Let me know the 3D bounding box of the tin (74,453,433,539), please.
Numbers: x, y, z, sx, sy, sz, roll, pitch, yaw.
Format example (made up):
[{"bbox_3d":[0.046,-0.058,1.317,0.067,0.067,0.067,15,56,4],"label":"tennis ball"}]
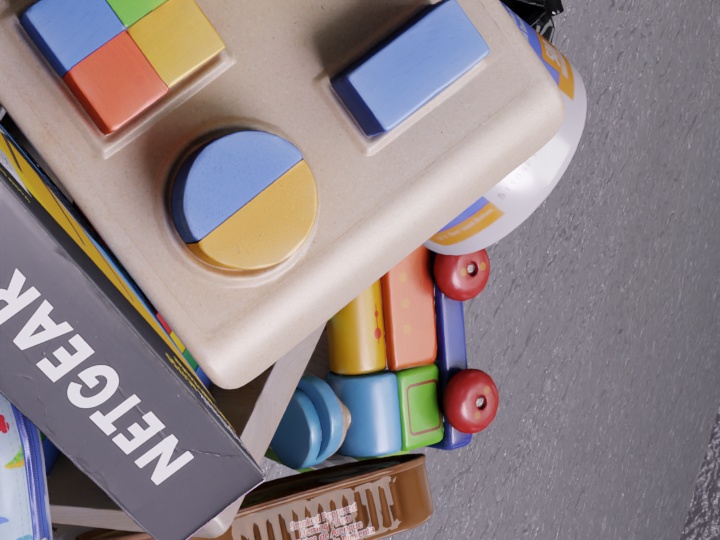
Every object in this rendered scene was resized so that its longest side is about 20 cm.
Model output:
[{"bbox_3d":[-0.050,0.131,0.850,0.200,0.112,0.042,-10,91,-39],"label":"tin"}]

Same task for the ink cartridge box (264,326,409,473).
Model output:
[{"bbox_3d":[-0.029,0.001,0.951,0.148,0.076,0.201,33,57,-49],"label":"ink cartridge box"}]

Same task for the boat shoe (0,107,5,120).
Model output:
[{"bbox_3d":[-0.205,-0.047,0.715,0.200,0.065,0.074,-65,155,-23],"label":"boat shoe"}]

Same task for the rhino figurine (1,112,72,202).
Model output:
[{"bbox_3d":[-0.150,-0.060,0.796,0.060,0.087,0.200,69,26,-43],"label":"rhino figurine"}]

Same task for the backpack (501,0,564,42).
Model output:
[{"bbox_3d":[0.014,-0.134,1.051,0.200,0.167,0.127,-31,135,-50],"label":"backpack"}]

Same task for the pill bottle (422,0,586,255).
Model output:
[{"bbox_3d":[-0.004,-0.101,0.730,0.200,0.112,0.112,35,67,-29],"label":"pill bottle"}]

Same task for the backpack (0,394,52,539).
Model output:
[{"bbox_3d":[-0.212,0.076,0.611,0.147,0.183,0.201,-37,136,-50],"label":"backpack"}]

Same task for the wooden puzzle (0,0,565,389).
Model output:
[{"bbox_3d":[-0.034,-0.082,0.632,0.185,0.046,0.200,-38,105,-12],"label":"wooden puzzle"}]

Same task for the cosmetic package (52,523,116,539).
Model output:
[{"bbox_3d":[-0.139,0.098,0.920,0.200,0.082,0.051,-45,141,-49],"label":"cosmetic package"}]

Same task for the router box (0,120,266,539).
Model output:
[{"bbox_3d":[-0.124,-0.005,0.591,0.051,0.149,0.200,-38,138,-3],"label":"router box"}]

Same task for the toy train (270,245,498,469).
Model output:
[{"bbox_3d":[0.000,0.000,0.854,0.115,0.085,0.201,-11,99,-41],"label":"toy train"}]

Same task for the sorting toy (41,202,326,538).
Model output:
[{"bbox_3d":[-0.116,0.020,0.803,0.070,0.200,0.199,50,52,-36],"label":"sorting toy"}]
